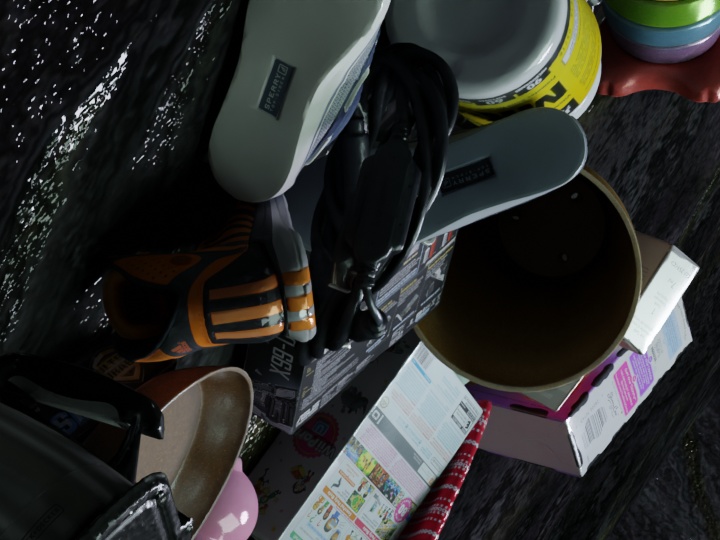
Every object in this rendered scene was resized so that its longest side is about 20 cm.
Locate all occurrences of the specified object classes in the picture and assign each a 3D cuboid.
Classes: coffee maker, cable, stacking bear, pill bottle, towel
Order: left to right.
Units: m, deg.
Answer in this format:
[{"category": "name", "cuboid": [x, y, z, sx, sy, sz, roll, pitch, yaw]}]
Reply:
[{"category": "coffee maker", "cuboid": [-0.185, 0.112, 0.870, 0.135, 0.200, 0.192, -36, 151, -45]}, {"category": "cable", "cuboid": [0.007, -0.041, 1.196, 0.163, 0.051, 0.200, 130, -26, -66]}, {"category": "towel", "cuboid": [0.028, 0.199, 1.706, 0.145, 0.022, 0.200, -14, -136, 53]}, {"category": "pill bottle", "cuboid": [0.094, -0.150, 1.320, 0.114, 0.114, 0.200, -58, 163, 4]}, {"category": "stacking bear", "cuboid": [0.237, -0.241, 1.574, 0.200, 0.121, 0.114, 82, 16, -51]}]

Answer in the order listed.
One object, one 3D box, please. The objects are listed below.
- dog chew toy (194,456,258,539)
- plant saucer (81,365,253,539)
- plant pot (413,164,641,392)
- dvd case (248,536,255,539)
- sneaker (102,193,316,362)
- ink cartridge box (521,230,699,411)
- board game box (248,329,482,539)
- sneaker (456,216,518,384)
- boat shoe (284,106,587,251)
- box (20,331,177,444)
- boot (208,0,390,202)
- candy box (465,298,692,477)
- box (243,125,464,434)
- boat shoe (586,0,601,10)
[{"category": "dog chew toy", "cuboid": [-0.131, 0.211, 1.347, 0.200, 0.124, 0.125, -65, 163, -1]}, {"category": "plant saucer", "cuboid": [-0.134, 0.134, 1.178, 0.200, 0.034, 0.200, -52, 162, -24]}, {"category": "plant pot", "cuboid": [0.139, -0.021, 1.614, 0.187, 0.186, 0.200, -63, 175, 18]}, {"category": "dvd case", "cuboid": [-0.064, 0.246, 1.746, 0.150, 0.025, 0.200, -54, 163, -10]}, {"category": "sneaker", "cuboid": [-0.092, 0.000, 1.157, 0.200, 0.112, 0.078, -132, -146, -79]}, {"category": "ink cartridge box", "cuboid": [0.184, 0.037, 1.806, 0.045, 0.200, 0.176, 37, 85, -29]}, {"category": "board game box", "cuboid": [-0.001, 0.151, 1.618, 0.200, 0.064, 0.148, -54, 144, -13]}, {"category": "sneaker", "cuboid": [0.102, 0.030, 1.773, 0.118, 0.074, 0.200, -38, -170, 30]}, {"category": "boat shoe", "cuboid": [0.048, -0.058, 1.308, 0.202, 0.075, 0.086, -18, 177, 7]}, {"category": "box", "cuboid": [-0.198, 0.156, 1.173, 0.200, 0.050, 0.199, -41, 155, -47]}, {"category": "boot", "cuboid": [-0.021, -0.134, 1.131, 0.090, 0.073, 0.200, -46, 169, -53]}, {"category": "candy box", "cuboid": [0.182, 0.084, 1.872, 0.200, 0.168, 0.072, -45, 130, -33]}, {"category": "box", "cuboid": [0.000, 0.000, 1.420, 0.200, 0.050, 0.158, -39, 151, -44]}, {"category": "boat shoe", "cuboid": [0.147, -0.205, 1.458, 0.074, 0.060, 0.200, -43, 158, -37]}]
